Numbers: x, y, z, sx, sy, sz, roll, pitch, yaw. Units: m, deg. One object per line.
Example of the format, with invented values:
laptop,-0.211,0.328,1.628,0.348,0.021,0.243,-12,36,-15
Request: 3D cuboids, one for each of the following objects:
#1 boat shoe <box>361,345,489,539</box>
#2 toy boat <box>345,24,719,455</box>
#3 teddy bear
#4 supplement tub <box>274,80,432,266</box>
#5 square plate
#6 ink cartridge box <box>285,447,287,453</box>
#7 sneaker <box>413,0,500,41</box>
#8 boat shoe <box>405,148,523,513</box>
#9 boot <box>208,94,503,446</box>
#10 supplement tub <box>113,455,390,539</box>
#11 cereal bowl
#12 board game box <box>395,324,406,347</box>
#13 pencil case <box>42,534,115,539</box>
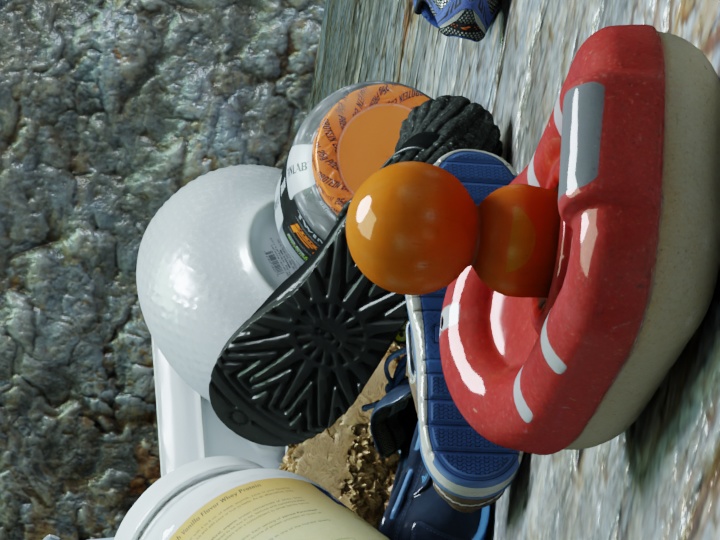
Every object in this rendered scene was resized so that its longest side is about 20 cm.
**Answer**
boat shoe,0.038,0.083,1.359,0.200,0.068,0.084,-89,9,-55
toy boat,0.058,-0.010,0.919,0.200,0.130,0.131,108,169,-63
teddy bear,-0.016,0.135,1.529,0.067,0.144,0.201,3,-82,-66
supplement tub,0.007,-0.058,1.623,0.200,0.122,0.123,121,156,-79
square plate,-0.068,0.111,1.787,0.028,0.199,0.199,-19,72,46
ink cartridge box,-0.009,0.179,1.659,0.200,0.083,0.146,134,142,-81
sneaker,0.056,-0.201,1.577,0.200,0.075,0.079,-94,10,-74
boat shoe,0.052,0.033,1.267,0.072,0.072,0.201,104,172,-63
boot,0.002,0.001,1.419,0.211,0.079,0.158,-46,8,29
supplement tub,-0.038,0.191,1.254,0.200,0.144,0.145,32,118,52
cereal bowl,-0.060,0.006,1.746,0.083,0.199,0.201,-41,36,48
board game box,0.027,0.027,1.842,0.105,0.023,0.201,103,173,-66
pencil case,-0.152,0.219,1.650,0.091,0.199,0.084,-109,15,-61
